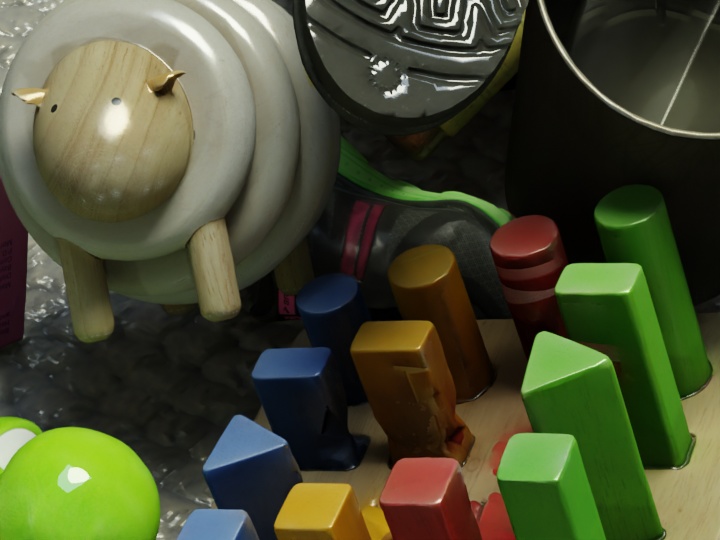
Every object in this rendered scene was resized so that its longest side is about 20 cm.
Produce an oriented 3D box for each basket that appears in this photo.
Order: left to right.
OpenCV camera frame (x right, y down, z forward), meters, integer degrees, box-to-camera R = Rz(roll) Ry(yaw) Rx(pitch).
[{"bbox_3d":[0.122,-0.076,1.104,0.136,0.200,0.180,23,63,7],"label":"basket"}]

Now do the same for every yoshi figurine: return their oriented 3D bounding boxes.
[{"bbox_3d":[-0.131,0.113,0.986,0.112,0.112,0.200,21,38,5],"label":"yoshi figurine"}]

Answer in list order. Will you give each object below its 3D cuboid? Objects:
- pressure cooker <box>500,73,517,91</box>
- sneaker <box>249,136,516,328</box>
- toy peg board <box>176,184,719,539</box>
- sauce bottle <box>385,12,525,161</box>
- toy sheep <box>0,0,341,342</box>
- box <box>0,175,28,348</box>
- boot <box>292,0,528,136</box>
[{"bbox_3d":[0.050,-0.177,1.297,0.179,0.176,0.200,-4,16,-7],"label":"pressure cooker"},{"bbox_3d":[0.000,0.000,1.180,0.200,0.077,0.084,26,58,28],"label":"sneaker"},{"bbox_3d":[0.029,0.056,1.023,0.199,0.098,0.200,-2,37,24],"label":"toy peg board"},{"bbox_3d":[0.073,-0.132,1.175,0.200,0.066,0.066,-43,49,4],"label":"sauce bottle"},{"bbox_3d":[-0.068,-0.048,1.085,0.138,0.138,0.200,16,8,10],"label":"toy sheep"},{"bbox_3d":[-0.259,-0.027,1.139,0.176,0.097,0.200,-27,51,-35],"label":"box"},{"bbox_3d":[0.011,-0.109,1.057,0.079,0.158,0.211,15,59,-7],"label":"boot"}]
